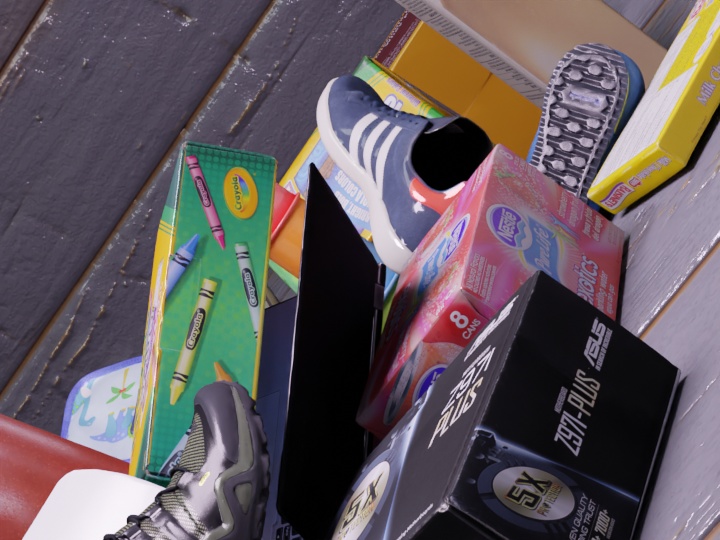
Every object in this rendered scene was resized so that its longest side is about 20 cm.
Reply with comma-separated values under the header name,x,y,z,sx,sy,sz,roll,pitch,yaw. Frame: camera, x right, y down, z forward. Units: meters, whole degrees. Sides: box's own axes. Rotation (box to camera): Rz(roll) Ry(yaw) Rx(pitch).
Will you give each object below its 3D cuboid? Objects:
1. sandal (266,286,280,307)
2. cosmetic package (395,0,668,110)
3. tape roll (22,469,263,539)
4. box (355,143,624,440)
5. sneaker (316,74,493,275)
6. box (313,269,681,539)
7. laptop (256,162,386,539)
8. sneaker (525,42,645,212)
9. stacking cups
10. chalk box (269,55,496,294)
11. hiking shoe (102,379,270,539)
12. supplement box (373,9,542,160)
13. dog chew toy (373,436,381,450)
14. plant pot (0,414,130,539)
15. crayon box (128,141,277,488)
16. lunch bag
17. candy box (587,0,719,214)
name,x,y,z,sx,sy,sz,roll,pitch,yaw
sandal,-0.058,0.099,1.553,0.057,0.202,0.080,-16,-21,-34
cosmetic package,0.102,-0.170,1.549,0.071,0.199,0.105,-55,8,-2
tape roll,-0.092,0.191,1.230,0.071,0.202,0.202,-60,8,-25
box,0.075,0.027,1.264,0.103,0.094,0.200,-52,8,26
sneaker,0.036,-0.075,1.449,0.085,0.075,0.201,-52,39,22
box,0.043,0.127,1.063,0.200,0.086,0.164,-50,8,41
laptop,-0.052,0.073,1.256,0.199,0.115,0.189,-22,54,47
sneaker,0.124,-0.040,1.440,0.201,0.066,0.078,-65,-26,-2
stacking cups,0.000,0.000,1.466,0.061,0.199,0.061,-52,6,8
chalk box,0.015,-0.018,1.599,0.201,0.124,0.124,-54,40,7
hiking shoe,-0.099,0.138,1.099,0.076,0.100,0.201,102,176,-61
supplement box,0.070,-0.127,1.850,0.198,0.132,0.200,-57,7,-8
dog chew toy,-0.017,0.122,1.384,0.125,0.124,0.200,-55,19,9
plant pot,-0.201,0.188,1.459,0.201,0.194,0.201,-55,18,27
crayon box,-0.090,0.046,1.310,0.119,0.058,0.202,115,162,-62
lunch bag,-0.118,0.114,1.695,0.169,0.128,0.200,-18,10,22
candy box,0.205,-0.130,1.376,0.201,0.026,0.102,-59,5,-22
